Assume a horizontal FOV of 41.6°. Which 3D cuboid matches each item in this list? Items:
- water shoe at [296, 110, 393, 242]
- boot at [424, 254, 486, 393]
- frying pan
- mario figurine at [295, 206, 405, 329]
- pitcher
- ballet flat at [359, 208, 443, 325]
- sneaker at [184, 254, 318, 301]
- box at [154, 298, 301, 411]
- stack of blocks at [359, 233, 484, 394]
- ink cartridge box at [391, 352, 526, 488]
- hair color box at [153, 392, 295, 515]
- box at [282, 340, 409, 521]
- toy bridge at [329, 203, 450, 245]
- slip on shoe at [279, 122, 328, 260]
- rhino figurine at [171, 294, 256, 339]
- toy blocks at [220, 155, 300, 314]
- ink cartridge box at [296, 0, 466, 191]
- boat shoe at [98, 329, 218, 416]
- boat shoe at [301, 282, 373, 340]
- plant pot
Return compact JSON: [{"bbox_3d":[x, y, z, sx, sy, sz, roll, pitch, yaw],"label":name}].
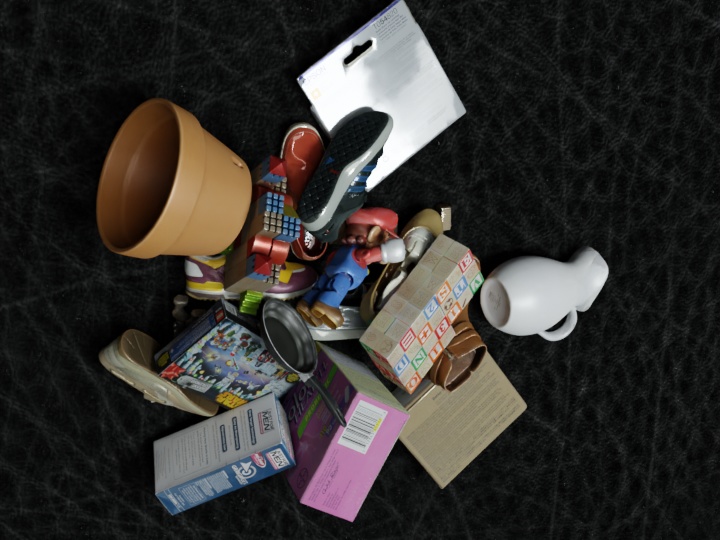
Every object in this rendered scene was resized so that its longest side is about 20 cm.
[{"bbox_3d":[-0.017,-0.134,1.332,0.201,0.071,0.079,-53,145,-10],"label":"water shoe"},{"bbox_3d":[0.153,0.083,1.456,0.073,0.155,0.203,26,96,-27],"label":"boot"},{"bbox_3d":[-0.078,0.121,1.303,0.031,0.116,0.191,-30,109,22],"label":"frying pan"},{"bbox_3d":[0.000,0.000,1.357,0.202,0.122,0.107,-56,154,-19],"label":"mario figurine"},{"bbox_3d":[0.290,0.055,1.534,0.196,0.121,0.175,-11,126,-30],"label":"pitcher"},{"bbox_3d":[0.070,-0.003,1.395,0.068,0.063,0.202,31,81,-7],"label":"ballet flat"},{"bbox_3d":[-0.152,-0.009,1.353,0.196,0.075,0.092,-4,108,-23],"label":"sneaker"},{"bbox_3d":[-0.176,0.132,1.350,0.136,0.040,0.199,-38,136,16],"label":"box"},{"bbox_3d":[0.095,0.064,1.377,0.201,0.058,0.116,-52,144,-13],"label":"stack of blocks"},{"bbox_3d":[0.148,0.224,1.543,0.199,0.075,0.166,-41,115,-5],"label":"ink cartridge box"},{"bbox_3d":[-0.198,0.265,1.371,0.196,0.101,0.061,-22,131,4],"label":"hair color box"},{"bbox_3d":[-0.040,0.232,1.400,0.095,0.200,0.178,26,96,-25],"label":"box"},{"bbox_3d":[0.045,-0.056,1.442,0.196,0.027,0.069,-9,109,-19],"label":"toy bridge"},{"bbox_3d":[-0.075,-0.110,1.360,0.072,0.061,0.205,-7,107,-17],"label":"slip on shoe"},{"bbox_3d":[-0.179,0.086,1.376,0.196,0.060,0.089,3,124,-23],"label":"rhino figurine"},{"bbox_3d":[-0.129,-0.058,1.264,0.098,0.136,0.205,13,70,-29],"label":"toy blocks"},{"bbox_3d":[0.028,-0.254,1.367,0.198,0.041,0.202,-38,115,-7],"label":"ink cartridge box"},{"bbox_3d":[-0.285,0.155,1.359,0.064,0.073,0.199,-27,134,28],"label":"boat shoe"},{"bbox_3d":[0.006,0.058,1.437,0.196,0.070,0.073,-6,112,-17],"label":"boat shoe"},{"bbox_3d":[-0.235,-0.104,1.235,0.138,0.199,0.203,19,99,-41],"label":"plant pot"}]
